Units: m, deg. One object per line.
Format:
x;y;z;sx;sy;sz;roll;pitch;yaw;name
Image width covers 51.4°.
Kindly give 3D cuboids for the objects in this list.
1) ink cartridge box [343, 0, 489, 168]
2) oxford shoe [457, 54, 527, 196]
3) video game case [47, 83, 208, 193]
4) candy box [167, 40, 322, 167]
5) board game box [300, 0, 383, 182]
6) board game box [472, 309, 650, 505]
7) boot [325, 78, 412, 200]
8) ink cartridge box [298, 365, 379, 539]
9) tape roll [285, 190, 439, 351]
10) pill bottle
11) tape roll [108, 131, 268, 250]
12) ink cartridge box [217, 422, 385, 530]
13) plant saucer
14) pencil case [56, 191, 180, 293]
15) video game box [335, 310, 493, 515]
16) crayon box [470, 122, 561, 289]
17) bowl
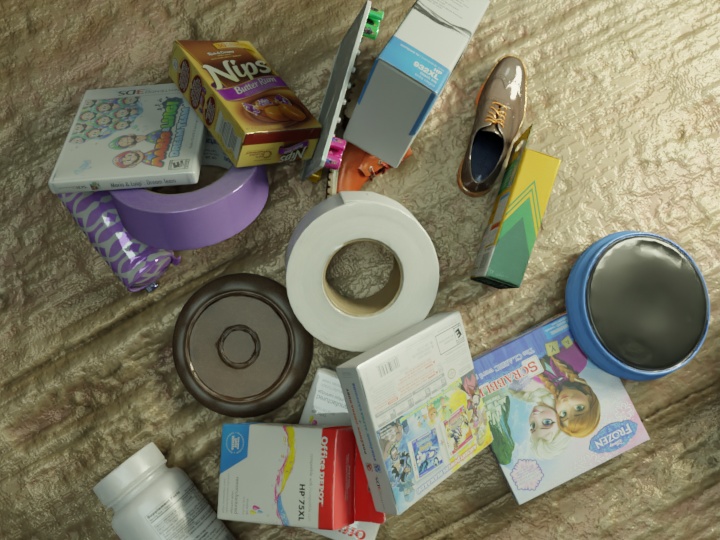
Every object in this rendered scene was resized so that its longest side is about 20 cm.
0.071;-0.253;0.941;0.083;0.145;0.201;29;56;0;ink cartridge box
0.187;-0.200;1.012;0.071;0.073;0.202;15;88;2;oxford shoe
-0.288;-0.176;0.965;0.180;0.024;0.201;-4;47;2;video game case
-0.152;-0.220;0.962;0.116;0.057;0.200;-14;52;-38;candy box
-0.027;-0.217;0.958;0.026;0.200;0.202;17;88;-11;board game box
0.255;0.180;1.013;0.199;0.041;0.201;-27;87;0;board game box
0.013;-0.150;1.017;0.106;0.075;0.202;18;87;-3;boot
-0.020;0.247;0.994;0.144;0.084;0.202;19;89;4;ink cartridge box
0.000;0.000;0.979;0.200;0.071;0.204;-2;107;-5;tape roll
-0.252;0.335;0.983;0.113;0.113;0.200;-38;87;0;pill bottle
-0.221;-0.119;0.966;0.198;0.066;0.201;-3;46;3;tape roll
-0.071;0.248;0.912;0.198;0.067;0.117;-3;80;21;ink cartridge box
-0.165;0.104;1.031;0.198;0.032;0.202;0;89;1;plant saucer
-0.333;-0.067;1.015;0.085;0.084;0.200;-38;88;-27;pencil case
0.073;0.168;0.921;0.199;0.047;0.184;-22;97;-43;video game box
0.205;-0.078;0.981;0.051;0.126;0.202;18;89;1;crayon box
0.372;0.044;0.994;0.199;0.039;0.203;2;81;-11;bowl
